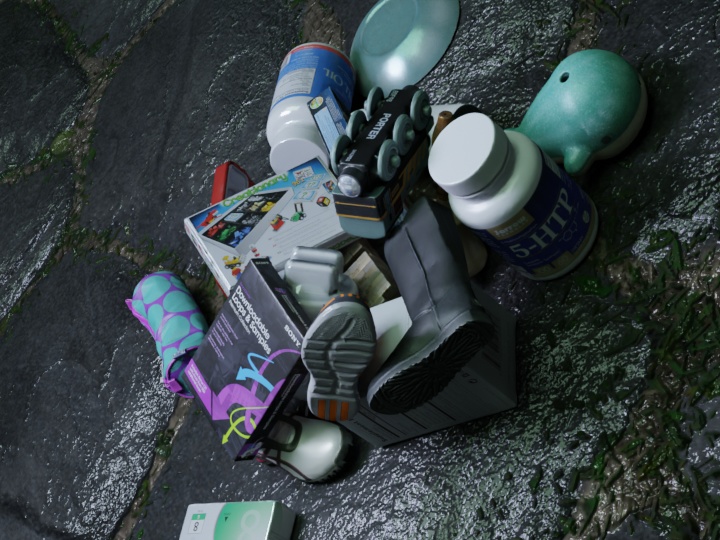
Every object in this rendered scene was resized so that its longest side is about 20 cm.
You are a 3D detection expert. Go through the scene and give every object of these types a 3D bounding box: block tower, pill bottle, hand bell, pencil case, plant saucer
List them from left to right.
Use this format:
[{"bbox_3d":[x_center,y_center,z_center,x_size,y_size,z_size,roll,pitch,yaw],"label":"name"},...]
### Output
[{"bbox_3d":[-0.259,0.087,1.932,0.092,0.086,0.200,-24,40,-9],"label":"pencil case"},{"bbox_3d":[-0.070,-0.215,1.913,0.111,0.112,0.201,-25,37,30],"label":"pill bottle"},{"bbox_3d":[0.000,0.000,1.762,0.054,0.058,0.200,-46,42,9],"label":"block tower"},{"bbox_3d":[0.050,-0.340,1.964,0.200,0.039,0.203,-26,48,31],"label":"plant saucer"},{"bbox_3d":[0.097,-0.096,1.603,0.103,0.202,0.105,-2,38,2],"label":"hand bell"},{"bbox_3d":[0.168,-0.085,1.541,0.119,0.199,0.121,-25,48,31],"label":"pill bottle"}]

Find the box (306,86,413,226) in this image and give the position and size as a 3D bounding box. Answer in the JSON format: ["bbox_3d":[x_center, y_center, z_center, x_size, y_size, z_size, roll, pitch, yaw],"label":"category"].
[{"bbox_3d":[0.014,-0.117,1.716,0.037,0.200,0.137,-33,43,9],"label":"box"}]

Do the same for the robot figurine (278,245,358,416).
[{"bbox_3d":[-0.061,0.074,1.689,0.111,0.202,0.170,8,26,9],"label":"robot figurine"}]

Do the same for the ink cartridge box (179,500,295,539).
[{"bbox_3d":[-0.167,0.381,1.665,0.160,0.050,0.202,-11,54,40],"label":"ink cartridge box"}]

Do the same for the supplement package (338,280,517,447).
[{"bbox_3d":[0.067,0.107,1.571,0.198,0.117,0.118,-20,51,33],"label":"supplement package"}]

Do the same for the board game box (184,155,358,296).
[{"bbox_3d":[-0.107,-0.055,1.744,0.198,0.035,0.127,-27,59,-16],"label":"board game box"}]

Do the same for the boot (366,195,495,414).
[{"bbox_3d":[0.054,0.036,1.491,0.164,0.065,0.201,-38,43,18],"label":"boot"}]

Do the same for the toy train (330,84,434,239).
[{"bbox_3d":[0.028,-0.128,1.574,0.084,0.115,0.201,8,40,22],"label":"toy train"}]

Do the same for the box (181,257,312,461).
[{"bbox_3d":[-0.130,0.106,1.639,0.143,0.036,0.201,52,123,32],"label":"box"}]

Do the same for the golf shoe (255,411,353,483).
[{"bbox_3d":[-0.097,0.207,1.686,0.199,0.088,0.078,2,67,44],"label":"golf shoe"}]

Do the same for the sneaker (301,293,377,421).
[{"bbox_3d":[-0.023,0.064,1.472,0.201,0.077,0.113,104,174,-52],"label":"sneaker"}]

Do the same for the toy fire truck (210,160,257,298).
[{"bbox_3d":[-0.145,-0.025,1.833,0.111,0.168,0.202,-19,50,34],"label":"toy fire truck"}]

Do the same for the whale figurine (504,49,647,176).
[{"bbox_3d":[0.235,-0.182,1.618,0.199,0.103,0.161,-26,48,30],"label":"whale figurine"}]

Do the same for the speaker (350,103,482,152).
[{"bbox_3d":[0.069,-0.174,1.794,0.199,0.081,0.082,3,65,45],"label":"speaker"}]
